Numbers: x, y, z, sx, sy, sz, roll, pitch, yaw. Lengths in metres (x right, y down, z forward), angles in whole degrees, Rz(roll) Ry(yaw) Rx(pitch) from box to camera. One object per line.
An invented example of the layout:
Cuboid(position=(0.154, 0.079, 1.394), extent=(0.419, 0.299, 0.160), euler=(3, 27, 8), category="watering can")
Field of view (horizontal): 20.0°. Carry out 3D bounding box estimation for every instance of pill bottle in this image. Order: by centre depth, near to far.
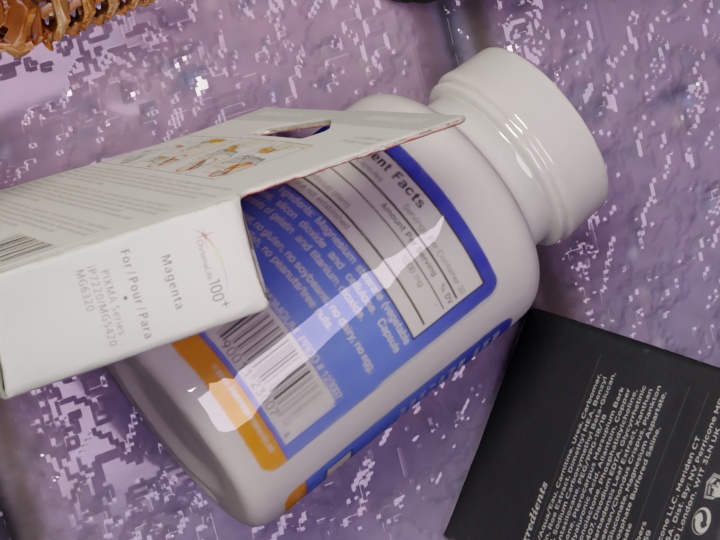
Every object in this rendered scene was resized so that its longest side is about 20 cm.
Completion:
Cuboid(position=(0.000, 0.000, 0.819), extent=(0.200, 0.112, 0.112), euler=(-38, 110, -16), category="pill bottle")

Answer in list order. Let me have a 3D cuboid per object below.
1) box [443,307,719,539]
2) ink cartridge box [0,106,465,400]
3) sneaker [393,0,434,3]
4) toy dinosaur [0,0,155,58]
Cuboid(position=(0.175, 0.111, 0.861), extent=(0.196, 0.200, 0.118), euler=(20, 89, -25), category="box")
Cuboid(position=(-0.074, -0.014, 0.735), extent=(0.173, 0.200, 0.044), euler=(-18, 102, -20), category="ink cartridge box")
Cuboid(position=(0.095, -0.172, 0.853), extent=(0.200, 0.085, 0.078), euler=(-37, 110, -16), category="sneaker")
Cuboid(position=(-0.171, -0.121, 0.755), extent=(0.200, 0.102, 0.136), euler=(-7, 116, -41), category="toy dinosaur")
